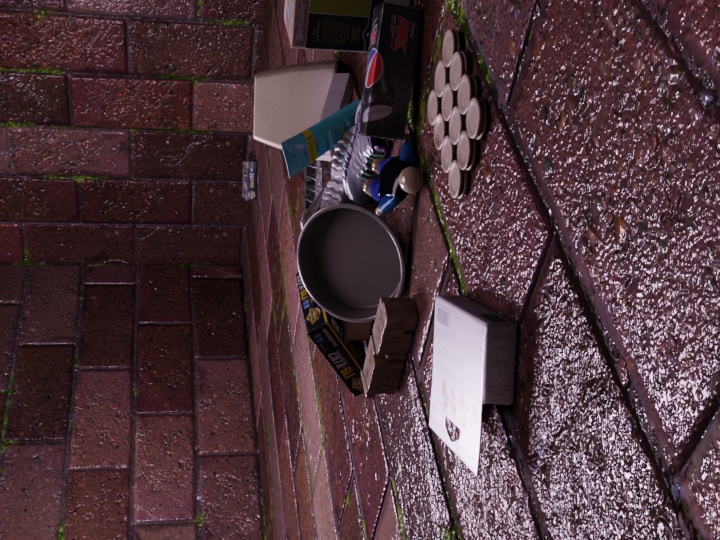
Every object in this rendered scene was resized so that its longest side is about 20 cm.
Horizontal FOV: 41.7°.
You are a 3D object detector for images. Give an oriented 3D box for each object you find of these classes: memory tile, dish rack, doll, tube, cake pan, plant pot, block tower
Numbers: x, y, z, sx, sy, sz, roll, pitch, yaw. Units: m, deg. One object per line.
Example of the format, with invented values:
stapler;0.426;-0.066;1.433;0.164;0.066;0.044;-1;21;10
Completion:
memory tile;0.127;-0.209;1.259;0.155;0.016;0.203;103;162;-46
dish rack;-0.098;-0.205;2.230;0.200;0.053;0.157;-144;54;-73
doll;0.055;-0.152;1.509;0.139;0.048;0.200;-68;15;2
tube;-0.066;-0.251;1.757;0.050;0.199;0.079;28;144;43
cake pan;-0.012;-0.016;1.560;0.037;0.196;0.205;-37;-42;-59
plant pot;-0.143;-0.360;2.070;0.200;0.173;0.205;-92;6;-75
block tower;0.046;0.125;1.542;0.202;0.056;0.055;105;161;-44

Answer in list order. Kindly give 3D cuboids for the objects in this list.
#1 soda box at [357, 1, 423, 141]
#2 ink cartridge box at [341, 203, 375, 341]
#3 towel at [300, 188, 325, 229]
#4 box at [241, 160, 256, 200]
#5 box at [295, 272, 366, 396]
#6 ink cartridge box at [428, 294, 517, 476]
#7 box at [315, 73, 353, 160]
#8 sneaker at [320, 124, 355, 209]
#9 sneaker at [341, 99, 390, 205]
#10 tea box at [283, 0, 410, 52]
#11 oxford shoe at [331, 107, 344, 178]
soda box;0.045;-0.309;1.478;0.063;0.069;0.205;-143;60;-74
ink cartridge box;0.000;0.000;1.710;0.202;0.073;0.168;-107;20;-53
towel;-0.064;-0.048;1.855;0.133;0.034;0.204;-57;-41;-52
box;-0.470;-0.381;3.980;0.200;0.048;0.165;-151;61;-76
box;-0.047;0.113;1.746;0.201;0.049;0.161;57;-168;-39
ink cartridge box;0.134;0.133;1.156;0.200;0.042;0.178;-146;57;-75
box;-0.055;-0.311;1.900;0.039;0.040;0.203;70;-152;-54
sneaker;-0.011;-0.184;1.776;0.075;0.081;0.203;41;116;37
sneaker;0.014;-0.200;1.664;0.088;0.073;0.204;-121;34;-59
tea box;-0.020;-0.476;1.532;0.135;0.192;0.203;-106;21;-52
oxford shoe;-0.017;-0.211;1.855;0.073;0.069;0.205;27;-116;-79
